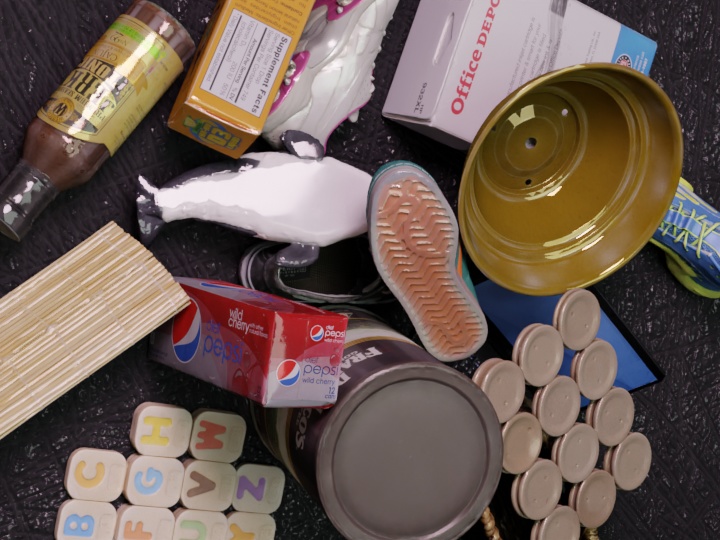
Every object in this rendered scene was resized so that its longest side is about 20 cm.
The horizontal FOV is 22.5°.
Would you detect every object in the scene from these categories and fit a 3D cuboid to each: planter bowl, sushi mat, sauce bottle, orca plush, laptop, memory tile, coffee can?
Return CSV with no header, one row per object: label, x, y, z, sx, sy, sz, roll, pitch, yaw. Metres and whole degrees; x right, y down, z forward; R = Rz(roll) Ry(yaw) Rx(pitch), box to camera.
planter bowl,0.151,-0.087,1.450,0.198,0.084,0.202,-12,122,-19
sushi mat,-0.230,0.047,1.340,0.199,0.096,0.012,-36,154,-22
sauce bottle,-0.203,-0.109,1.339,0.065,0.065,0.201,45,72,-28
orca plush,-0.079,-0.045,1.420,0.198,0.071,0.106,-16,86,-14
laptop,0.131,0.104,1.552,0.200,0.103,0.177,-50,118,-16
memory tile,0.165,0.128,1.476,0.153,0.017,0.201,-40,122,-30
coffee can,0.007,0.119,1.405,0.145,0.200,0.148,-4,102,-17

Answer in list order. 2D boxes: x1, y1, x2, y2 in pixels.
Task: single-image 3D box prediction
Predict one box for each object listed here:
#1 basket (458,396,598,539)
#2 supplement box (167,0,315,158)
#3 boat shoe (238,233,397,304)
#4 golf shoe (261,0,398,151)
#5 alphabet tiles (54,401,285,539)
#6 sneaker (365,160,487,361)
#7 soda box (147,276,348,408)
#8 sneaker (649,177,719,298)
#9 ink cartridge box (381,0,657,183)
basket,0.130,0.217,1.513,0.141,0.149,0.202,-22,114,-2
supplement box,-0.077,-0.190,1.374,0.068,0.067,0.201,27,71,-11
boat shoe,0.000,0.000,1.475,0.198,0.071,0.073,-11,102,-31
golf shoe,-0.016,-0.176,1.449,0.200,0.075,0.092,-50,128,-7
alphabet tiles,-0.151,0.208,1.446,0.194,0.015,0.202,10,92,-32
sneaker,0.043,-0.019,1.410,0.071,0.080,0.201,-22,133,0
soda box,-0.088,0.050,1.352,0.063,0.199,0.071,5,95,-32
sneaker,0.298,-0.045,1.633,0.200,0.105,0.076,39,77,-30
ink cartridge box,0.135,-0.161,1.528,0.199,0.083,0.146,20,88,-32
